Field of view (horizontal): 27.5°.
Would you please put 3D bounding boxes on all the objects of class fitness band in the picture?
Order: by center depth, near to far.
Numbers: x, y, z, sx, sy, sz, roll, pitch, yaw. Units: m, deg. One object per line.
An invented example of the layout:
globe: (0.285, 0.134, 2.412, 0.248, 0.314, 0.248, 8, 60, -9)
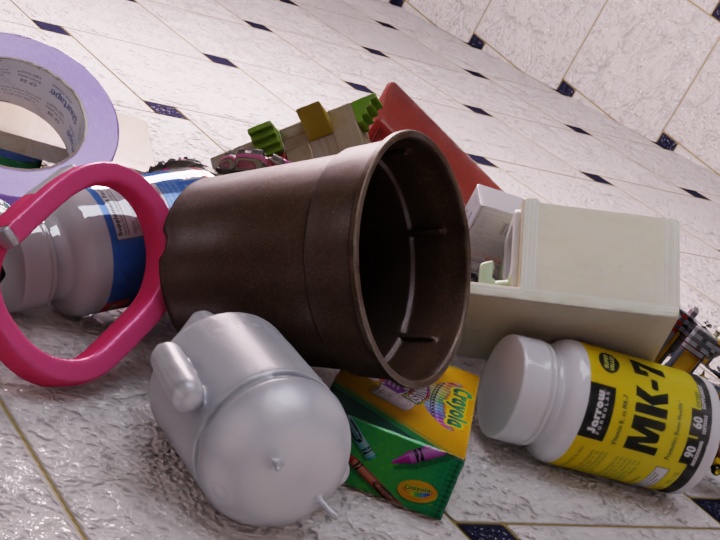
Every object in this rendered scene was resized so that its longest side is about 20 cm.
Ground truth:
fitness band: (-0.214, 0.000, 1.134, 0.037, 0.144, 0.200, -14, 25, 40)

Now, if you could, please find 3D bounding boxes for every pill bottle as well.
pill bottle: (-0.213, -0.022, 1.254, 0.200, 0.112, 0.112, -13, 35, -36)
pill bottle: (0.214, 0.128, 1.332, 0.200, 0.115, 0.114, 15, 18, -18)

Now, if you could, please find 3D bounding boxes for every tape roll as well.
tape roll: (-0.332, -0.130, 1.386, 0.200, 0.066, 0.200, 15, 50, -18)

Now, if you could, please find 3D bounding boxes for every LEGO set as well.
LEGO set: (0.361, 0.122, 1.472, 0.154, 0.116, 0.200, 34, 11, -17)

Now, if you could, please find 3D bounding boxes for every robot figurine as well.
robot figurine: (-0.079, 0.105, 1.046, 0.169, 0.113, 0.200, 29, 9, -38)

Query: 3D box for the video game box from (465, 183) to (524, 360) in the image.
video game box: (0.172, 0.019, 1.498, 0.200, 0.182, 0.047, 17, 33, -16)

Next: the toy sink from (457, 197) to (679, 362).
toy sink: (0.183, 0.012, 1.366, 0.199, 0.130, 0.112, 6, 62, 0)

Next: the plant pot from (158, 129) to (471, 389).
plant pot: (-0.041, -0.004, 1.181, 0.198, 0.201, 0.200, -3, 4, 28)

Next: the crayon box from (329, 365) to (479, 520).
crayon box: (0.030, 0.123, 1.218, 0.119, 0.058, 0.200, 21, 17, 2)

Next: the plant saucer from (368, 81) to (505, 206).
plant saucer: (0.053, -0.065, 1.555, 0.200, 0.200, 0.037, 46, 50, 12)

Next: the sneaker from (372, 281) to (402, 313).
sneaker: (0.000, 0.000, 1.326, 0.084, 0.075, 0.200, 0, 41, -47)

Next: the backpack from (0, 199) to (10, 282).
backpack: (-0.380, -0.044, 1.092, 0.200, 0.154, 0.176, 17, 20, 12)

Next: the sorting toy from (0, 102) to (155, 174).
sorting toy: (-0.325, -0.127, 1.545, 0.198, 0.070, 0.200, 16, 18, -17)

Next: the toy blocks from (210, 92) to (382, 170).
toy blocks: (-0.054, -0.068, 1.422, 0.100, 0.200, 0.137, 48, 23, -65)

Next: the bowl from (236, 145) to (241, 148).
bowl: (-0.069, -0.060, 1.572, 0.201, 0.039, 0.201, 41, 5, -5)

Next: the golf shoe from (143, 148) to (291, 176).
golf shoe: (-0.147, -0.057, 1.366, 0.200, 0.092, 0.073, -4, -24, 45)
